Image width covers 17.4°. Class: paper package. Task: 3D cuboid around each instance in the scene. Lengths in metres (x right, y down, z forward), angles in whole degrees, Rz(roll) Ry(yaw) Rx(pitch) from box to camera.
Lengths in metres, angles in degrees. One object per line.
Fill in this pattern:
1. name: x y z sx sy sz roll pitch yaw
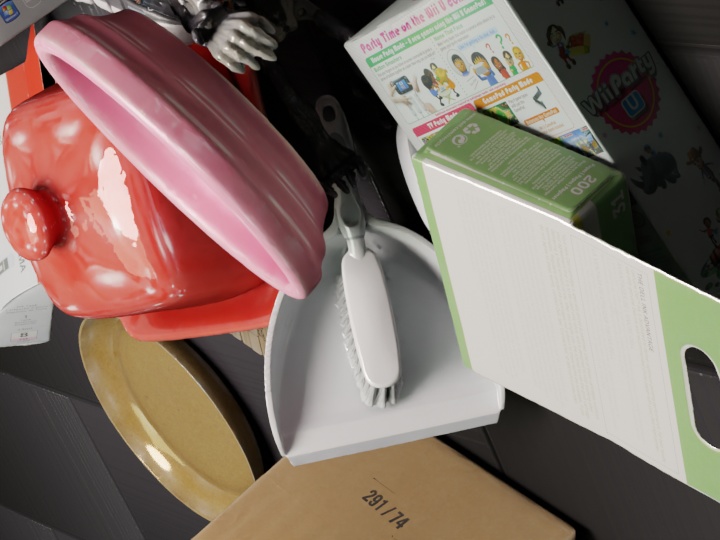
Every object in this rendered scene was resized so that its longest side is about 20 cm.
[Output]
1. paper package: 0.012 0.203 1.480 0.199 0.190 0.104 31 147 33

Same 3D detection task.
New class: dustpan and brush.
1. dustpan and brush: 0.000 0.000 1.364 0.057 0.138 0.202 88 170 -81

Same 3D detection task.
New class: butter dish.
1. butter dish: -0.151 -0.044 1.423 0.199 0.147 0.201 -8 98 49

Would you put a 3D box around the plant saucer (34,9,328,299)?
1. plant saucer: -0.087 -0.069 1.260 0.200 0.051 0.201 43 173 6

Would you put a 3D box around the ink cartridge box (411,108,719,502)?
1. ink cartridge box: 0.119 0.020 1.110 0.199 0.048 0.146 26 145 38

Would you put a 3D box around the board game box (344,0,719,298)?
1. board game box: 0.098 -0.062 1.158 0.201 0.064 0.147 55 152 -9

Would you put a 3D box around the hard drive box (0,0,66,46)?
1. hard drive box: -0.291 -0.236 1.537 0.156 0.077 0.201 -6 119 59

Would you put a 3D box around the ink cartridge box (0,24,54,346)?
1. ink cartridge box: -0.241 -0.056 1.621 0.200 0.057 0.164 107 153 -68

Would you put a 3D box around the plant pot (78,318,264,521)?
1. plant pot: -0.138 0.108 1.780 0.200 0.027 0.201 37 150 26

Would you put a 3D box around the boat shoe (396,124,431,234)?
1. boat shoe: 0.075 -0.006 1.264 0.200 0.072 0.068 51 153 -16

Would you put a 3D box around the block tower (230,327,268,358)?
1. block tower: -0.048 0.022 1.502 0.199 0.054 0.058 31 148 36

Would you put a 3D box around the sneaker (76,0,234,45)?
1. sneaker: -0.156 -0.214 1.371 0.199 0.078 0.113 22 138 28

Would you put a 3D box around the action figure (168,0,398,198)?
1. action figure: -0.042 -0.143 1.228 0.200 0.119 0.102 52 164 -23
